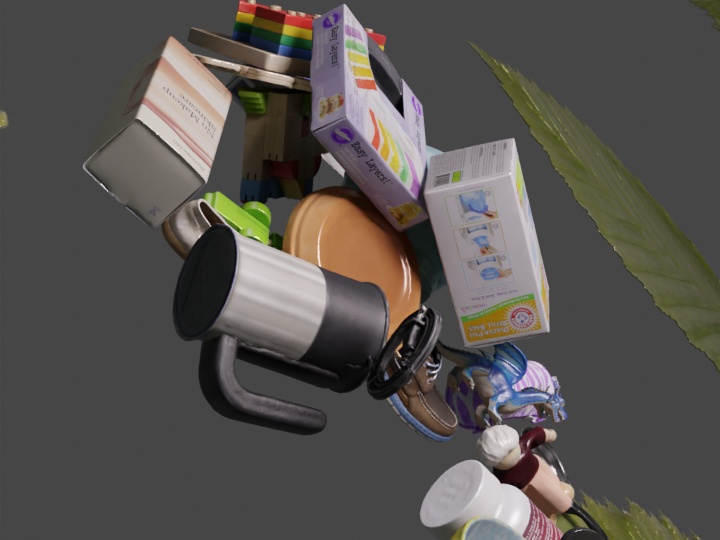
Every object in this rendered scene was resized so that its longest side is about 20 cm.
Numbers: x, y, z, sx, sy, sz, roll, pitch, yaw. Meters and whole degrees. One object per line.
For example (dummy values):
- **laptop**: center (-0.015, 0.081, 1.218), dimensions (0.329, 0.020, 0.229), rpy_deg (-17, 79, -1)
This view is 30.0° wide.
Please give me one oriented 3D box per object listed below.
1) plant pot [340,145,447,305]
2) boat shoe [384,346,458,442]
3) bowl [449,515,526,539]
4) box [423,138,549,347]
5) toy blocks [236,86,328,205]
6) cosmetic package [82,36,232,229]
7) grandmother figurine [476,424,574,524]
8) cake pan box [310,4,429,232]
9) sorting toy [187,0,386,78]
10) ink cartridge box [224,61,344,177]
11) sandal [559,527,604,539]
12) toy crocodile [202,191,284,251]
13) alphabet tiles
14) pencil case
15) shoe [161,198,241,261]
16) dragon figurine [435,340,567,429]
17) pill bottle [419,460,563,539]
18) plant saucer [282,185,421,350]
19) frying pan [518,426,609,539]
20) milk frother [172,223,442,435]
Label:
- **plant pot**: center (0.052, -0.042, 1.651), dimensions (0.200, 0.199, 0.135), rpy_deg (42, 52, -25)
- **boat shoe**: center (0.056, 0.113, 1.561), dimensions (0.200, 0.072, 0.072), rpy_deg (48, 24, -12)
- **bowl**: center (0.123, 0.355, 1.318), dimensions (0.200, 0.107, 0.201), rpy_deg (41, 27, -26)
- **box**: center (0.146, -0.030, 1.529), dimensions (0.113, 0.100, 0.202), rpy_deg (-74, 150, -63)
- **toy blocks**: center (-0.086, -0.144, 1.590), dimensions (0.200, 0.099, 0.138), rpy_deg (-24, 121, -69)
- **cosmetic package**: center (-0.208, -0.148, 1.407), dimensions (0.103, 0.087, 0.201), rpy_deg (43, 26, -23)
- **grandmother figurine**: center (0.194, 0.237, 1.594), dimensions (0.060, 0.122, 0.200), rpy_deg (17, -19, 38)
- **cake pan box**: center (0.012, -0.172, 1.508), dimensions (0.184, 0.052, 0.201), rpy_deg (50, 28, -40)
- **sorting toy**: center (-0.076, -0.280, 1.638), dimensions (0.198, 0.070, 0.198), rpy_deg (5, 14, -37)
- **ink cartridge box**: center (-0.080, -0.214, 1.784), dimensions (0.200, 0.043, 0.199), rpy_deg (45, 25, -14)
- **sandal**: center (0.214, 0.369, 1.402), dimensions (0.074, 0.202, 0.045), rpy_deg (12, 6, -19)
- **toy crocodile**: center (-0.099, -0.017, 1.479), dimensions (0.199, 0.062, 0.068), rpy_deg (35, 30, -27)
- **alphabet tiles**: center (-0.117, -0.227, 1.563), dimensions (0.194, 0.015, 0.200), rpy_deg (8, 9, -31)
- **pencil case**: center (0.181, 0.161, 1.727), dimensions (0.199, 0.083, 0.086), rpy_deg (4, 75, -58)
- **shoe**: center (-0.122, 0.008, 1.398), dimensions (0.200, 0.053, 0.070), rpy_deg (47, 25, -16)
- **dragon figurine**: center (0.159, 0.120, 1.604), dimensions (0.099, 0.059, 0.200), rpy_deg (-40, 90, -30)
- **pill bottle**: center (0.161, 0.303, 1.456), dimensions (0.200, 0.109, 0.110), rpy_deg (46, 25, -19)
- **plant saucer**: center (0.000, 0.000, 1.484), dimensions (0.199, 0.037, 0.202), rpy_deg (19, 61, -38)
- **frying pan**: center (0.261, 0.281, 1.768), dimensions (0.190, 0.031, 0.115), rpy_deg (44, 25, -29)
- **milk frother**: center (-0.049, 0.044, 1.278), dimensions (0.187, 0.200, 0.182), rpy_deg (21, 48, -33)
